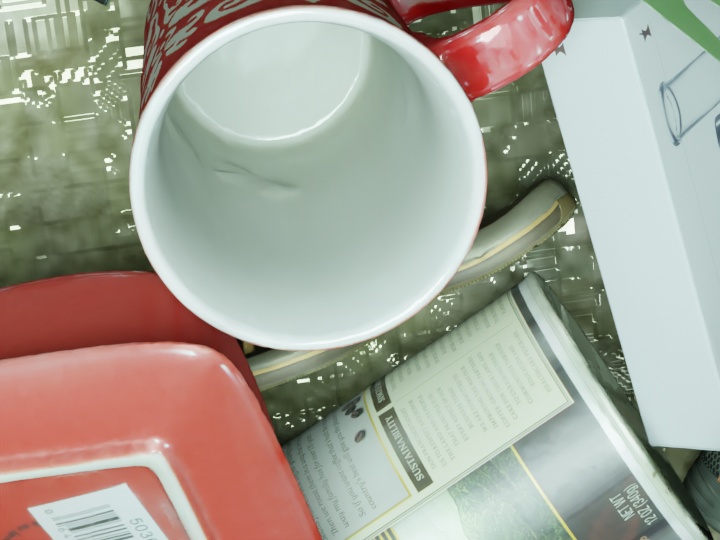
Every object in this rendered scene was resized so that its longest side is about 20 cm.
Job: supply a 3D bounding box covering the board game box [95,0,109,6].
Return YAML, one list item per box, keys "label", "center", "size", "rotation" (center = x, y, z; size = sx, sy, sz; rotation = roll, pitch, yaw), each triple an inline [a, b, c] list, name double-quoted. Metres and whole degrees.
- label: "board game box"
  center: [-0.107, -0.221, 1.032]
  size: [0.104, 0.023, 0.201]
  rotation: [26, 106, -14]

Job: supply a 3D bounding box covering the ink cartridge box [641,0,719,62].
- label: "ink cartridge box"
  center: [0.195, -0.114, 0.967]
  size: [0.145, 0.199, 0.048]
  rotation: [42, 122, 22]

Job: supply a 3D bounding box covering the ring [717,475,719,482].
- label: "ring"
  center: [0.217, 0.015, 1.023]
  size: [0.019, 0.200, 0.201]
  rotation: [39, 103, 10]

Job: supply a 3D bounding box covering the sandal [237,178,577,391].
- label: "sandal"
  center: [0.000, 0.000, 1.105]
  size: [0.199, 0.080, 0.054]
  rotation: [-28, 96, 2]

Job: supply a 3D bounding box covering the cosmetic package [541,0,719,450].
- label: "cosmetic package"
  center: [0.154, -0.047, 1.068]
  size: [0.151, 0.051, 0.201]
  rotation: [-39, 120, -41]

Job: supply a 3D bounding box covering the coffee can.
- label: "coffee can"
  center: [0.036, 0.116, 1.112]
  size: [0.199, 0.147, 0.147]
  rotation: [-35, 111, 6]

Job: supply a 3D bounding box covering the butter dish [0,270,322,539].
- label: "butter dish"
  center: [-0.112, 0.069, 1.021]
  size: [0.198, 0.148, 0.201]
  rotation: [-8, 133, 14]

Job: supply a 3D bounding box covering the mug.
- label: "mug"
  center: [-0.010, -0.068, 1.007]
  size: [0.176, 0.200, 0.134]
  rotation: [-4, 111, -7]

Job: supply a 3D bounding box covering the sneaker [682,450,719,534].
- label: "sneaker"
  center: [0.263, 0.091, 1.169]
  size: [0.198, 0.076, 0.115]
  rotation: [19, 114, -8]
